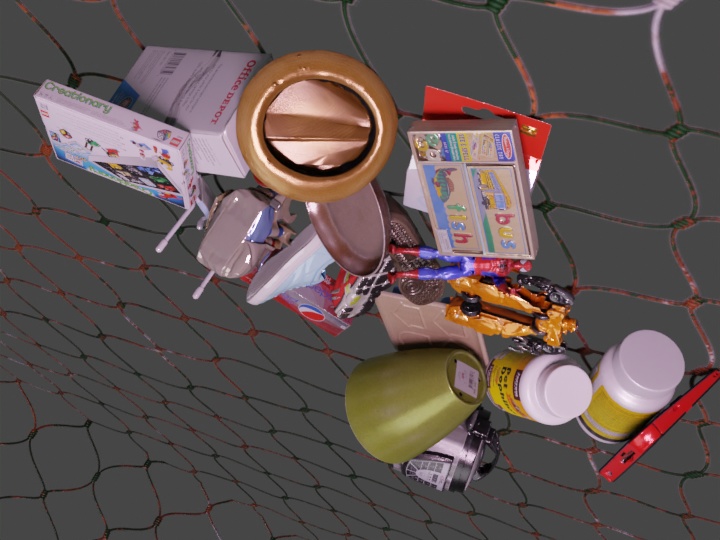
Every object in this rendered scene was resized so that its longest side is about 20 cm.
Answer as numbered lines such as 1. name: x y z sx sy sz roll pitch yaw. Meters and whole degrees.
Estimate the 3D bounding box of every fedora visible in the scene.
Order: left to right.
1. fedora: -0.056 -0.183 1.147 0.200 0.201 0.082 37 -171 -20

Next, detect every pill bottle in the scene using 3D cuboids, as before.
1. pill bottle: 0.275 0.177 1.421 0.109 0.110 0.200 32 171 -12
2. pill bottle: 0.398 0.173 1.371 0.114 0.115 0.200 22 151 6

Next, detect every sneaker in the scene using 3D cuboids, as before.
1. sneaker: -0.100 0.006 1.474 0.082 0.074 0.200 37 124 -24
2. sneaker: 0.000 0.000 1.447 0.077 0.085 0.200 -6 151 -36
3. sneaker: 0.073 -0.033 1.341 0.070 0.076 0.200 -16 136 12

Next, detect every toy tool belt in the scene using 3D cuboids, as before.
1. toy tool belt: -0.156 -0.080 1.391 0.125 0.200 0.123 35 -168 18

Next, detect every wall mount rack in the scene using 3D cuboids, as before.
1. wall mount rack: -0.256 -0.066 1.438 0.074 0.174 0.200 -20 136 11

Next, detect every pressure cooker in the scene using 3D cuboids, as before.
1. pressure cooker: 0.165 0.320 1.736 0.199 0.179 0.176 20 -179 9

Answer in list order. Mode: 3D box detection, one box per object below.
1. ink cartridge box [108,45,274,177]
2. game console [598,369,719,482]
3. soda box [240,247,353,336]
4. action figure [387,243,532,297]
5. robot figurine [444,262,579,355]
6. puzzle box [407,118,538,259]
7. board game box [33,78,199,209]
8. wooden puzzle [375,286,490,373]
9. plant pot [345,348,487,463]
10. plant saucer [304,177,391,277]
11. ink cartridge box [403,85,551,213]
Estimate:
1. ink cartridge box: -0.214 -0.209 1.194 0.199 0.145 0.084 10 148 26
2. game console: 0.447 0.237 1.392 0.031 0.177 0.200 45 157 18
3. soda box: -0.101 0.030 1.579 0.200 0.064 0.070 33 149 -12
4. action figure: 0.143 -0.004 1.250 0.199 0.066 0.099 0 -171 -8
5. robot figurine: 0.223 0.050 1.347 0.199 0.058 0.145 15 132 19
6. puzzle box: 0.143 -0.097 1.140 0.133 0.025 0.200 2 133 25
7. board game box: -0.303 -0.156 1.161 0.199 0.035 0.126 21 151 8
8. wooden puzzle: 0.124 0.092 1.530 0.199 0.046 0.186 15 149 27
9. plant pot: 0.108 0.203 1.522 0.187 0.188 0.200 38 138 -21
10. plant saucer: -0.016 -0.089 1.266 0.200 0.032 0.201 39 141 42
11. ink cartridge box: 0.140 -0.128 1.150 0.159 0.047 0.200 20 152 10
